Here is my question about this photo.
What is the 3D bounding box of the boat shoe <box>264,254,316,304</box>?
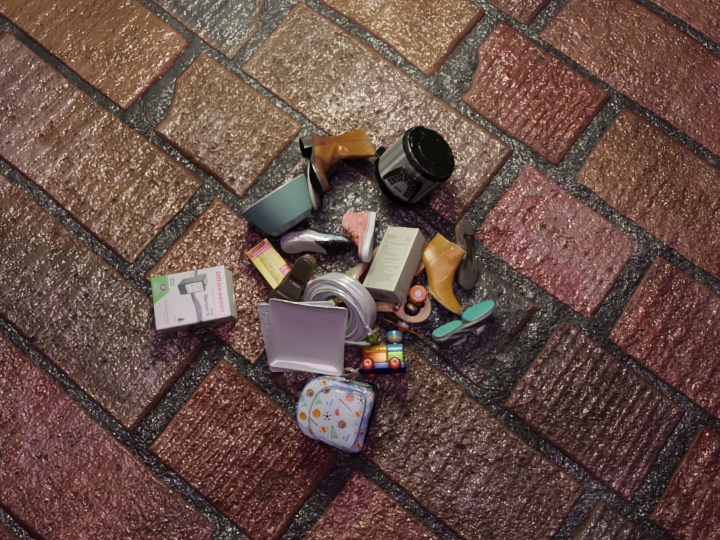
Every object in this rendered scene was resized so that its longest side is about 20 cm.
[{"bbox_3d":[-0.180,0.046,1.431,0.072,0.068,0.200,41,101,-2],"label":"boat shoe"}]

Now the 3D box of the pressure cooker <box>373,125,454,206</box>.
[{"bbox_3d":[0.140,-0.277,1.497,0.178,0.200,0.177,2,67,-35],"label":"pressure cooker"}]

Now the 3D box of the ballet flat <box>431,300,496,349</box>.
[{"bbox_3d":[0.285,0.153,1.467,0.200,0.073,0.073,-28,79,-10],"label":"ballet flat"}]

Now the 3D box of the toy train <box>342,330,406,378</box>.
[{"bbox_3d":[0.021,0.222,1.445,0.199,0.085,0.116,-3,61,7],"label":"toy train"}]

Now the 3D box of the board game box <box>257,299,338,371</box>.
[{"bbox_3d":[-0.152,0.170,1.404,0.199,0.026,0.201,-3,112,8],"label":"board game box"}]

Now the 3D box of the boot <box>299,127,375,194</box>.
[{"bbox_3d":[-0.053,-0.307,1.516,0.199,0.069,0.189,-12,61,-18],"label":"boot"}]

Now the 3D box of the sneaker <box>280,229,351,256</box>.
[{"bbox_3d":[-0.123,-0.084,1.513,0.199,0.072,0.073,3,50,-7],"label":"sneaker"}]

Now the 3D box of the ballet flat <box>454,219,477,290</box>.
[{"bbox_3d":[0.289,-0.044,1.523,0.067,0.046,0.201,2,81,-32],"label":"ballet flat"}]

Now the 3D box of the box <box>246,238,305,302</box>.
[{"bbox_3d":[-0.225,0.012,1.495,0.075,0.050,0.200,-37,80,-8],"label":"box"}]

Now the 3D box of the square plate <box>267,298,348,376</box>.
[{"bbox_3d":[-0.135,0.167,1.372,0.199,0.028,0.199,7,113,4],"label":"square plate"}]

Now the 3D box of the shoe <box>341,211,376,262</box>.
[{"bbox_3d":[-0.009,-0.095,1.479,0.091,0.072,0.200,4,40,4],"label":"shoe"}]

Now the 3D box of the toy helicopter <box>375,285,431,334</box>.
[{"bbox_3d":[0.094,0.109,1.479,0.199,0.079,0.133,-1,86,10],"label":"toy helicopter"}]

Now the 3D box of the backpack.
[{"bbox_3d":[-0.067,0.358,1.375,0.190,0.154,0.201,14,80,13],"label":"backpack"}]

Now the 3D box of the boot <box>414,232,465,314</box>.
[{"bbox_3d":[0.241,0.006,1.474,0.144,0.071,0.201,-47,74,14],"label":"boot"}]

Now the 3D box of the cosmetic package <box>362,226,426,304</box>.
[{"bbox_3d":[0.094,-0.017,1.458,0.105,0.071,0.200,9,62,35],"label":"cosmetic package"}]

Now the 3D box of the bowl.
[{"bbox_3d":[-0.211,-0.167,1.480,0.201,0.201,0.105,-35,99,-8],"label":"bowl"}]

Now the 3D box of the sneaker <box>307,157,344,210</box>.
[{"bbox_3d":[-0.096,-0.272,1.549,0.106,0.075,0.201,-2,76,-2],"label":"sneaker"}]

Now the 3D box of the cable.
[{"bbox_3d":[-0.054,0.100,1.414,0.199,0.069,0.201,-3,111,33],"label":"cable"}]

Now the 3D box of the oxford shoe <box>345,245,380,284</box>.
[{"bbox_3d":[0.000,0.000,1.494,0.075,0.071,0.200,20,59,36],"label":"oxford shoe"}]

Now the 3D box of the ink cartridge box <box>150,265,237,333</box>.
[{"bbox_3d":[-0.446,0.077,1.460,0.199,0.084,0.146,-11,78,-4],"label":"ink cartridge box"}]
